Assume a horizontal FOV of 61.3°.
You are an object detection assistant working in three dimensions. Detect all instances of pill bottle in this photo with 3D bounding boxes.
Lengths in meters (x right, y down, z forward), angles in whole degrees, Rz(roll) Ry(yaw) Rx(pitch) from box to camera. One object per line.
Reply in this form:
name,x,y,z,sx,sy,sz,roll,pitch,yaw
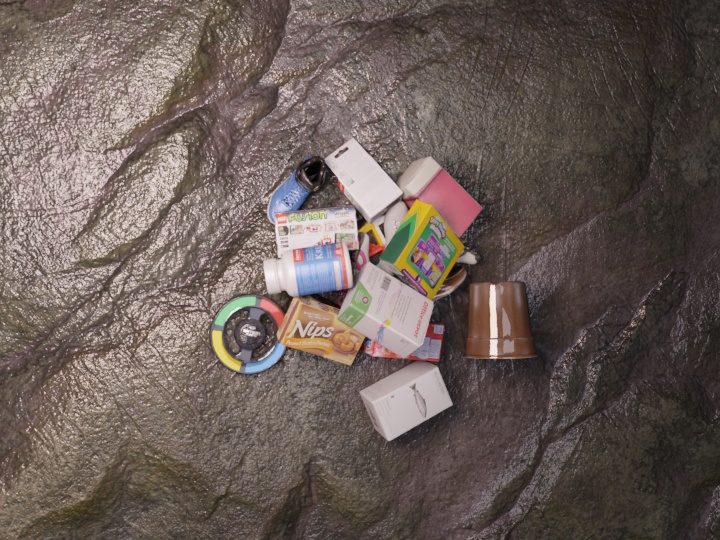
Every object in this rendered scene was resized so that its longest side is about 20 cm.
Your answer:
pill bottle,-0.122,0.001,1.427,0.198,0.112,0.113,-9,96,-5

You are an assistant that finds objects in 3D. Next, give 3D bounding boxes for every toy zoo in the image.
toy zoo,0.063,-0.062,1.612,0.131,0.020,0.201,-31,101,-13

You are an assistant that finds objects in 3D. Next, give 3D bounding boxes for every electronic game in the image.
electronic game,-0.274,0.158,1.511,0.198,0.042,0.202,-1,93,-16

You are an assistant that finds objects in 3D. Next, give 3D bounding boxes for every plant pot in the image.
plant pot,0.371,0.132,1.637,0.198,0.200,0.200,-1,86,-17

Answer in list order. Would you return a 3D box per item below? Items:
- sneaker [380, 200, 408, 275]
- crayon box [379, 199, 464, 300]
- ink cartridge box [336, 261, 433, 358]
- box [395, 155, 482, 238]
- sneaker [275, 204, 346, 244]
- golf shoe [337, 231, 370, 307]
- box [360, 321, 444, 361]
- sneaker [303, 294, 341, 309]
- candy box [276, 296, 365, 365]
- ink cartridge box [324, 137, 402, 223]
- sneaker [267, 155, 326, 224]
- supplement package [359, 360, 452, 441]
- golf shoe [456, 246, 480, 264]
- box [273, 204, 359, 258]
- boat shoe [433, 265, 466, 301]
sneaker,0.104,-0.084,1.553,0.073,0.115,0.202,5,89,-15
crayon box,0.155,-0.045,1.496,0.173,0.058,0.200,-58,137,-10
ink cartridge box,0.063,0.097,1.473,0.199,0.084,0.145,31,50,-10
box,0.196,-0.187,1.591,0.200,0.128,0.109,41,82,-14
sneaker,-0.104,-0.076,1.539,0.199,0.073,0.112,-29,102,-5
golf shoe,0.000,0.000,1.573,0.091,0.073,0.202,6,103,-23
box,0.108,0.175,1.590,0.198,0.095,0.101,7,91,-24
sneaker,-0.093,0.139,1.553,0.199,0.076,0.114,31,106,-32
candy box,-0.090,0.147,1.483,0.199,0.055,0.116,21,103,-24
ink cartridge box,0.004,-0.231,1.561,0.109,0.050,0.200,-38,78,-11
sneaker,-0.155,-0.199,1.492,0.077,0.111,0.200,40,82,-15
supplement package,0.119,0.336,1.600,0.199,0.117,0.118,-26,99,-14
golf shoe,0.225,-0.039,1.636,0.198,0.077,0.089,15,91,-15
box,-0.107,-0.096,1.480,0.198,0.035,0.111,-6,98,-7
boat shoe,0.198,0.039,1.633,0.199,0.076,0.072,-33,99,-14
